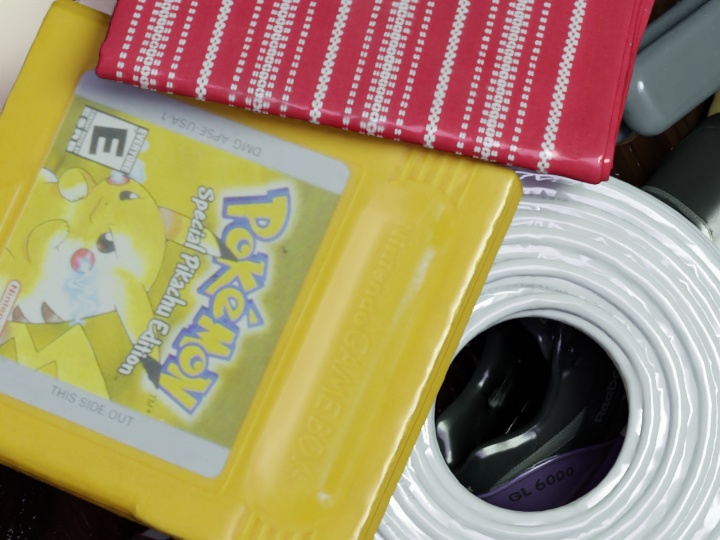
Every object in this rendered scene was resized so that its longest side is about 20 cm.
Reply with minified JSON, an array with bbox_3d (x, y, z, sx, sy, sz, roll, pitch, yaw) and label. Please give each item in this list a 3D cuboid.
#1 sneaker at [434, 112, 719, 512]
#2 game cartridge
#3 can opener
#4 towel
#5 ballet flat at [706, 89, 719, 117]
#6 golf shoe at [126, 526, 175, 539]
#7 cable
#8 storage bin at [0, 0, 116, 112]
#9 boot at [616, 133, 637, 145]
[{"bbox_3d":[0.104,0.017,1.239,0.087,0.076,0.200,31,90,-50],"label":"sneaker"},{"bbox_3d":[-0.062,0.009,1.135,0.199,0.032,0.177,21,81,17],"label":"game cartridge"},{"bbox_3d":[0.169,-0.101,1.262,0.200,0.053,0.067,-31,101,-37],"label":"can opener"},{"bbox_3d":[0.012,-0.107,1.150,0.199,0.023,0.145,12,55,4],"label":"towel"},{"bbox_3d":[0.178,-0.006,1.291,0.068,0.063,0.201,8,84,-11],"label":"ballet flat"},{"bbox_3d":[-0.083,0.143,1.223,0.200,0.088,0.077,-32,89,-12],"label":"golf shoe"},{"bbox_3d":[0.066,0.054,1.166,0.199,0.069,0.201,-11,81,1],"label":"cable"},{"bbox_3d":[-0.144,-0.107,1.230,0.198,0.094,0.201,-26,90,-11],"label":"storage bin"},{"bbox_3d":[0.050,-0.131,1.231,0.200,0.097,0.075,33,51,-5],"label":"boot"}]
